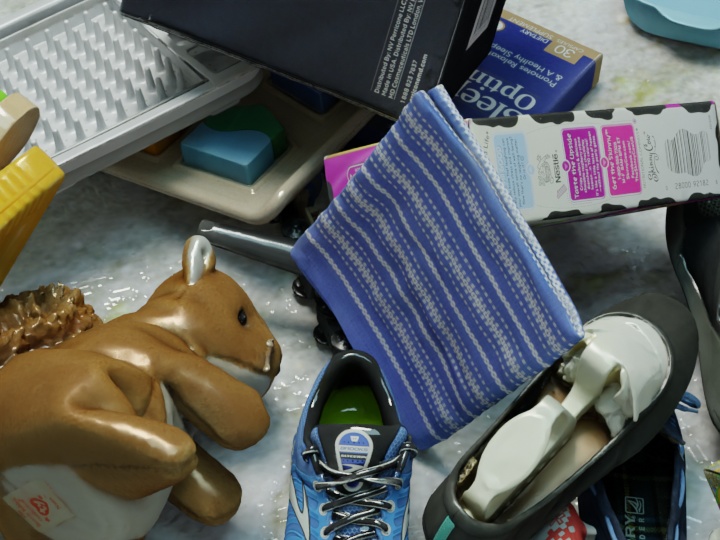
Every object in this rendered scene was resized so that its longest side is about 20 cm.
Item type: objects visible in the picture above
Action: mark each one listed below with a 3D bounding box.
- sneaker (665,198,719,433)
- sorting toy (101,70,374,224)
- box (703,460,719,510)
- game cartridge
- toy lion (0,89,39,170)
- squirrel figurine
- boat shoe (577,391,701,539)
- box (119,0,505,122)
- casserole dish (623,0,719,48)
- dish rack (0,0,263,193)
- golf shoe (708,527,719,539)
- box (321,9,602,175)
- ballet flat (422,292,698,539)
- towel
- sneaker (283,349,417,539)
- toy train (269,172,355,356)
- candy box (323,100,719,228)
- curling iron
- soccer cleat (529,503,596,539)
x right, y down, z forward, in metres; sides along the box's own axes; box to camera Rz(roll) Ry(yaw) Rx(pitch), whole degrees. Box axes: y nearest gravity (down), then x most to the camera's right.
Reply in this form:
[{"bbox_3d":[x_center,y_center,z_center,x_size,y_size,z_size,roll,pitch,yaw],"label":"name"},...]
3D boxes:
[{"bbox_3d":[0.245,0.001,0.950,0.076,0.114,0.201,29,38,-31],"label":"sneaker"},{"bbox_3d":[-0.083,-0.113,1.059,0.198,0.037,0.185,15,46,31],"label":"sorting toy"},{"bbox_3d":[0.296,0.140,0.733,0.198,0.122,0.194,-24,92,-7],"label":"box"},{"bbox_3d":[-0.250,0.035,0.853,0.032,0.176,0.200,46,55,0],"label":"game cartridge"},{"bbox_3d":[-0.274,-0.004,0.876,0.068,0.192,0.200,37,43,2],"label":"toy lion"},{"bbox_3d":[-0.138,0.055,0.867,0.198,0.143,0.187,20,42,11],"label":"squirrel figurine"},{"bbox_3d":[0.155,0.099,0.888,0.083,0.069,0.201,-1,47,-6],"label":"boat shoe"},{"bbox_3d":[-0.013,-0.197,0.993,0.196,0.124,0.200,20,25,7],"label":"box"},{"bbox_3d":[0.260,-0.231,1.229,0.120,0.039,0.201,14,47,9],"label":"casserole dish"},{"bbox_3d":[-0.168,-0.119,1.026,0.199,0.044,0.172,-29,46,-21],"label":"dish rack"},{"bbox_3d":[0.277,0.160,0.823,0.198,0.098,0.078,25,48,16],"label":"golf shoe"},{"bbox_3d":[0.067,-0.111,1.107,0.120,0.033,0.200,28,52,20],"label":"box"},{"bbox_3d":[0.110,0.075,0.824,0.068,0.069,0.200,37,67,19],"label":"ballet flat"},{"bbox_3d":[0.032,0.008,0.847,0.024,0.200,0.146,-26,80,-28],"label":"towel"},{"bbox_3d":[-0.010,0.125,0.838,0.077,0.090,0.201,-1,47,-3],"label":"sneaker"},{"bbox_3d":[-0.025,-0.013,1.005,0.045,0.034,0.201,-11,49,-17],"label":"toy train"},{"bbox_3d":[0.097,-0.055,0.947,0.198,0.062,0.136,-9,0,-38],"label":"candy box"},{"bbox_3d":[0.000,0.000,0.962,0.197,0.026,0.050,10,20,-7],"label":"curling iron"},{"bbox_3d":[0.067,0.191,0.798,0.084,0.069,0.201,15,52,1],"label":"soccer cleat"}]
